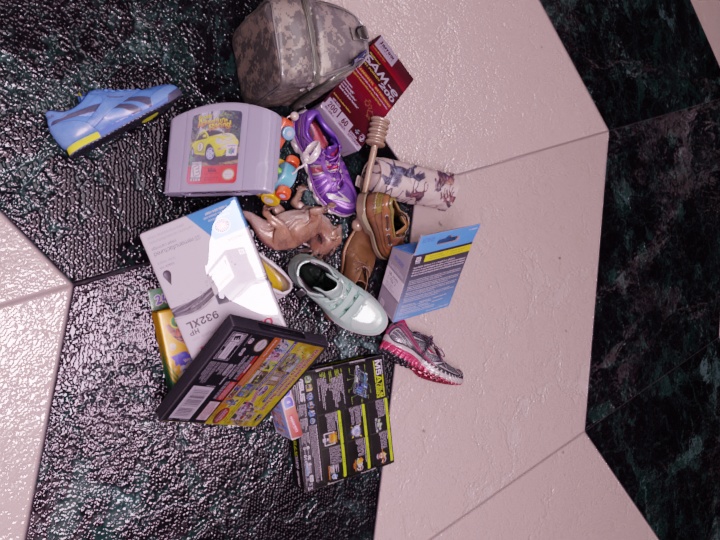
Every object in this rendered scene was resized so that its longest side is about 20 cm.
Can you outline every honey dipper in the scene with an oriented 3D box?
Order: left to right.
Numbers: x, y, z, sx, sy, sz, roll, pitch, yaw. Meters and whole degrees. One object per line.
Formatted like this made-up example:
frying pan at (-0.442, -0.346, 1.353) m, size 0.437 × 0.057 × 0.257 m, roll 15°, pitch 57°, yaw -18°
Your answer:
honey dipper at (0.013, -0.171, 1.046) m, size 0.037 × 0.038 × 0.205 m, roll 14°, pitch 88°, yaw -29°

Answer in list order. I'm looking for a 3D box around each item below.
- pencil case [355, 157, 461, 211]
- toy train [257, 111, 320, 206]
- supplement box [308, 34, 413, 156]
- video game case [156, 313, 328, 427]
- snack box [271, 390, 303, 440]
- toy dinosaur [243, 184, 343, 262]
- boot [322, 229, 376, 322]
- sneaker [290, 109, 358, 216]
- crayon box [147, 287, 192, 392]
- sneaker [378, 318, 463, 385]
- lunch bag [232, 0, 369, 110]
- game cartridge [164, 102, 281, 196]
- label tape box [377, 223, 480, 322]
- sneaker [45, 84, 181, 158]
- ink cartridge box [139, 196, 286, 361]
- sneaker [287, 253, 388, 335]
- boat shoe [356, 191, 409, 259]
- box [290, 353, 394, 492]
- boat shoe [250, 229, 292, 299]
pencil case at (0.092, -0.163, 1.122) m, size 0.196 × 0.089 × 0.080 m, roll 5°, pitch 76°, yaw -29°
toy train at (-0.138, -0.188, 0.936) m, size 0.055 × 0.200 × 0.152 m, roll 30°, pitch 98°, yaw -32°
supplement box at (0.003, -0.324, 1.088) m, size 0.109 × 0.060 × 0.202 m, roll 45°, pitch 66°, yaw -23°
video game case at (-0.169, 0.154, 0.856) m, size 0.179 × 0.026 × 0.201 m, roll 19°, pitch 119°, yaw -45°
snack box at (-0.143, 0.175, 0.970) m, size 0.024 × 0.071 × 0.205 m, roll -17°, pitch 97°, yaw -30°
toy dinosaur at (-0.112, -0.066, 1.002) m, size 0.195 × 0.086 × 0.138 m, roll -5°, pitch 126°, yaw -16°
boot at (0.000, 0.000, 1.065) m, size 0.073 × 0.075 × 0.204 m, roll 28°, pitch 73°, yaw -25°
sneaker at (-0.058, -0.186, 1.031) m, size 0.080 × 0.083 × 0.203 m, roll -39°, pitch 110°, yaw -26°
crayon box at (-0.249, 0.117, 0.921) m, size 0.123 × 0.051 × 0.205 m, roll -14°, pitch 95°, yaw -31°
sneaker at (0.129, 0.164, 1.134) m, size 0.198 × 0.080 × 0.076 m, roll 33°, pitch 70°, yaw -26°
lunch bag at (-0.096, -0.346, 0.948) m, size 0.165 × 0.199 × 0.143 m, roll -15°, pitch 96°, yaw -29°
game cartridge at (-0.210, -0.181, 0.883) m, size 0.041 × 0.195 × 0.137 m, roll 22°, pitch 71°, yaw -64°
label tape box at (0.123, -0.011, 1.083) m, size 0.142 × 0.064 × 0.203 m, roll -13°, pitch 135°, yaw -31°
sneaker at (-0.359, -0.243, 0.861) m, size 0.199 × 0.066 × 0.080 m, roll -36°, pitch 102°, yaw -27°
ink cartridge box at (-0.208, 0.014, 0.849) m, size 0.142 × 0.084 × 0.204 m, roll -22°, pitch 100°, yaw -10°
sneaker at (-0.032, 0.049, 0.946) m, size 0.199 × 0.118 × 0.075 m, roll 35°, pitch 88°, yaw -11°
boat shoe at (0.054, -0.072, 1.050) m, size 0.200 × 0.066 × 0.074 m, roll 46°, pitch 46°, yaw -62°
box at (-0.035, 0.265, 1.050) m, size 0.190 × 0.047 × 0.206 m, roll -8°, pitch 91°, yaw -34°
boat shoe at (-0.188, -0.019, 0.937) m, size 0.201 × 0.085 × 0.076 m, roll 42°, pitch 57°, yaw -24°
